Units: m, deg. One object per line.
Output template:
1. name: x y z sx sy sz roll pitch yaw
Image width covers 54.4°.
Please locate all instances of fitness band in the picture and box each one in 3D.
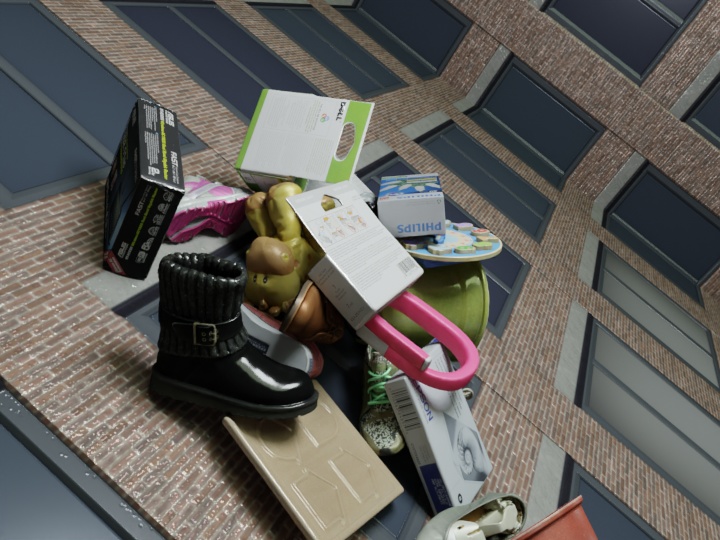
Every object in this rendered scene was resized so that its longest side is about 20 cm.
1. fitness band: 0.072 0.084 0.953 0.198 0.038 0.143 38 28 19

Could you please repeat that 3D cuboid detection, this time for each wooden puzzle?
1. wooden puzzle: -0.057 0.230 0.836 0.186 0.047 0.198 48 25 18

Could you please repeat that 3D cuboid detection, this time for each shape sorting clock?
1. shape sorting clock: 0.125 -0.051 1.101 0.193 0.040 0.201 0 21 0

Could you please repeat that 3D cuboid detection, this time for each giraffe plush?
1. giraffe plush: -0.121 -0.010 1.039 0.162 0.169 0.204 -45 117 -52

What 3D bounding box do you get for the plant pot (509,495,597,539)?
1. plant pot: 0.214 0.390 0.766 0.198 0.201 0.198 -1 53 -49

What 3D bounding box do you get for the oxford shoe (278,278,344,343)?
1. oxford shoe: -0.053 0.060 0.887 0.070 0.072 0.200 33 1 8

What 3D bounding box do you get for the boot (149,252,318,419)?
1. boot: -0.136 0.074 0.794 0.205 0.163 0.080 12 13 -9

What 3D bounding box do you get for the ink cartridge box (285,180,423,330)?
1. ink cartridge box: -0.012 -0.029 0.934 0.177 0.045 0.199 50 26 5

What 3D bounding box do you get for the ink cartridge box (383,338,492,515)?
1. ink cartridge box: 0.122 0.209 0.980 0.199 0.040 0.204 -28 97 -60

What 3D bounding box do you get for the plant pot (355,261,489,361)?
1. plant pot: 0.076 0.050 1.130 0.180 0.203 0.203 0 42 -31

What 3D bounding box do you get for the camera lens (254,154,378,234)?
1. camera lens: -0.070 -0.113 1.207 0.200 0.161 0.158 46 29 19

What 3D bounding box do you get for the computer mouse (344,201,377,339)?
1. computer mouse: 0.000 0.000 1.046 0.033 0.207 0.058 2 0 -37

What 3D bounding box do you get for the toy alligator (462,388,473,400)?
1. toy alligator: 0.110 0.193 1.062 0.196 0.060 0.055 17 33 -34

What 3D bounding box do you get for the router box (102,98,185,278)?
1. router box: -0.298 -0.114 0.954 0.061 0.151 0.202 16 34 -31

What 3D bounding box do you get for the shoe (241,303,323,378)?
1. shoe: -0.140 0.088 0.932 0.196 0.073 0.091 28 -2 14

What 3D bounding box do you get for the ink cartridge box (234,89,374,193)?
1. ink cartridge box: -0.080 -0.193 1.104 0.194 0.152 0.076 11 -18 18

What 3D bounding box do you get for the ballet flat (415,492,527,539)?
1. ballet flat: 0.139 0.319 0.858 0.197 0.063 0.069 -9 81 -46

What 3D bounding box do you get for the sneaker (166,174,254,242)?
1. sneaker: -0.241 -0.109 1.088 0.088 0.082 0.198 45 27 18

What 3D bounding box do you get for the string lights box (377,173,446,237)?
1. string lights box: 0.080 -0.105 1.110 0.099 0.061 0.201 -4 17 5

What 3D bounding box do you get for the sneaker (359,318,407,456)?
1. sneaker: 0.025 0.152 0.956 0.090 0.075 0.204 69 15 -45
